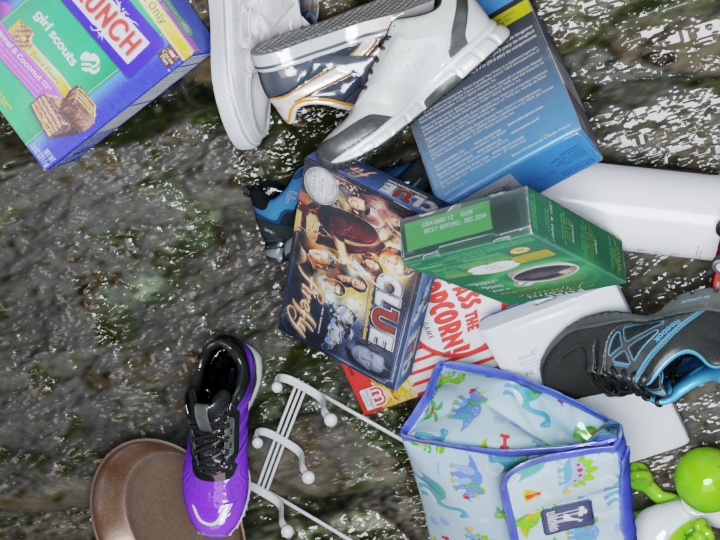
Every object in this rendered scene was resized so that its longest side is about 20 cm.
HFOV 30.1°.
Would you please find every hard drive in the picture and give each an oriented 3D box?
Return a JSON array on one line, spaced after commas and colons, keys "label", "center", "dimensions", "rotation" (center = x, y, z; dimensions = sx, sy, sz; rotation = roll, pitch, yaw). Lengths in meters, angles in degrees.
[{"label": "hard drive", "center": [0.212, 0.104, 1.262], "dimensions": [0.132, 0.025, 0.200], "rotation": [-21, 119, 17]}]

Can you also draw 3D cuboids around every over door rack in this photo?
[{"label": "over door rack", "center": [-0.021, 0.209, 1.360], "dimensions": [0.199, 0.067, 0.148], "rotation": [23, 111, 6]}]

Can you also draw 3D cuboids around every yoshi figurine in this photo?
[{"label": "yoshi figurine", "center": [0.295, 0.231, 1.273], "dimensions": [0.112, 0.112, 0.200], "rotation": [46, 108, 4]}]

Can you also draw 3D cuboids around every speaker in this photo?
[{"label": "speaker", "center": [0.257, -0.055, 1.210], "dimensions": [0.199, 0.081, 0.082], "rotation": [7, 107, 12]}]

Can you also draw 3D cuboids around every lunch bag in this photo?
[{"label": "lunch bag", "center": [0.154, 0.192, 1.241], "dimensions": [0.199, 0.128, 0.170], "rotation": [7, 134, 25]}]

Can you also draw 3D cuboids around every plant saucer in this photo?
[{"label": "plant saucer", "center": [-0.196, 0.267, 1.417], "dimensions": [0.200, 0.037, 0.201], "rotation": [8, 107, 27]}]

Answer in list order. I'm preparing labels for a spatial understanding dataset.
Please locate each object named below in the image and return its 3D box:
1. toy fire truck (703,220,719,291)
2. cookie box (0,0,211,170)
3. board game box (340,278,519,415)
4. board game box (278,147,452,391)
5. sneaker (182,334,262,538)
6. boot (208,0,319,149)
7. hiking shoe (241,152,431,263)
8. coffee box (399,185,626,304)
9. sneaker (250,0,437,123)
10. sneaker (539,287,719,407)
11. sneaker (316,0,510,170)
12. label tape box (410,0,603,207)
[{"label": "toy fire truck", "center": [0.370, 0.036, 1.175], "dimensions": [0.140, 0.049, 0.200], "rotation": [9, 141, 11]}, {"label": "cookie box", "center": [-0.268, -0.223, 1.288], "dimensions": [0.200, 0.075, 0.171], "rotation": [-35, 95, 19]}, {"label": "board game box", "center": [0.067, 0.036, 1.299], "dimensions": [0.199, 0.046, 0.152], "rotation": [-21, 101, 18]}, {"label": "board game box", "center": [0.000, 0.000, 1.219], "dimensions": [0.135, 0.035, 0.201], "rotation": [26, 130, 19]}, {"label": "sneaker", "center": [-0.145, 0.158, 1.311], "dimensions": [0.069, 0.100, 0.201], "rotation": [1, 73, 9]}, {"label": "boot", "center": [-0.085, -0.213, 1.248], "dimensions": [0.095, 0.074, 0.201], "rotation": [-1, 106, 19]}, {"label": "hiking shoe", "center": [-0.022, -0.075, 1.267], "dimensions": [0.199, 0.074, 0.087], "rotation": [-22, 97, 25]}, {"label": "coffee box", "center": [0.132, -0.016, 1.133], "dimensions": [0.123, 0.200, 0.044], "rotation": [-14, 72, 31]}, {"label": "sneaker", "center": [0.005, -0.196, 1.216], "dimensions": [0.199, 0.078, 0.080], "rotation": [-19, 113, 0]}, {"label": "sneaker", "center": [0.238, 0.079, 1.166], "dimensions": [0.200, 0.082, 0.073], "rotation": [-25, 125, 37]}, {"label": "sneaker", "center": [0.032, -0.165, 1.152], "dimensions": [0.200, 0.074, 0.080], "rotation": [-42, 95, -9]}, {"label": "label tape box", "center": [0.116, -0.157, 1.210], "dimensions": [0.144, 0.063, 0.201], "rotation": [-28, 57, 19]}]
